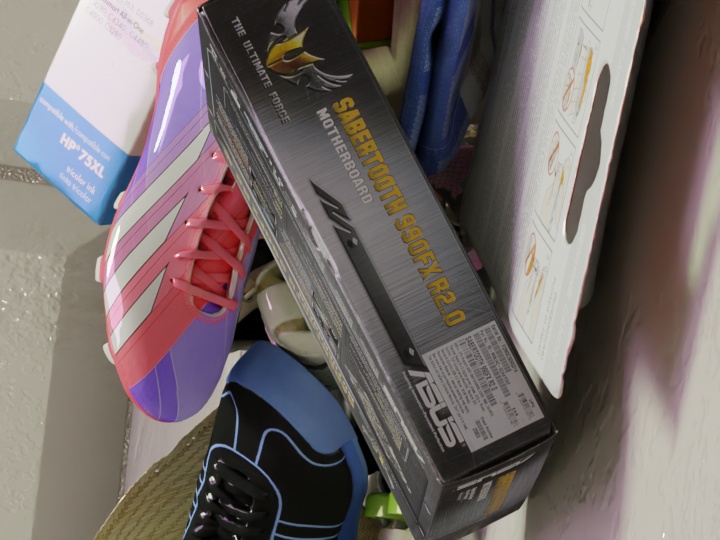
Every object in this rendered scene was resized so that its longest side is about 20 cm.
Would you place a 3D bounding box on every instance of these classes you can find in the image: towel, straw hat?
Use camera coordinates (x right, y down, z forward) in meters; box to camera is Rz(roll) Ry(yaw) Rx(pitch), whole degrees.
[{"bbox_3d":[0.059,-0.142,1.144,0.200,0.024,0.147,-61,-15,-53],"label":"towel"},{"bbox_3d":[-0.040,0.142,1.481,0.085,0.201,0.201,43,139,27],"label":"straw hat"}]

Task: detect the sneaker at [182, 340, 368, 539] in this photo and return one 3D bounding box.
[{"bbox_3d":[-0.045,0.115,1.336,0.078,0.070,0.200,-43,-29,-26],"label":"sneaker"}]

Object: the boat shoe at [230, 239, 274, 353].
[{"bbox_3d":[-0.031,0.010,1.453,0.200,0.063,0.071,4,-57,-58],"label":"boat shoe"}]

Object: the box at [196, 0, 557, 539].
[{"bbox_3d":[0.004,-0.001,1.114,0.200,0.048,0.158,63,173,13],"label":"box"}]

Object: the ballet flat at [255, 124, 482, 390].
[{"bbox_3d":[0.000,0.000,1.257,0.200,0.071,0.069,-38,77,48],"label":"ballet flat"}]

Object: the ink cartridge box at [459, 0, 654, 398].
[{"bbox_3d":[0.086,-0.061,1.039,0.200,0.050,0.162,-116,35,-69],"label":"ink cartridge box"}]

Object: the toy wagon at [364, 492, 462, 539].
[{"bbox_3d":[0.014,0.176,1.306,0.200,0.040,0.155,149,129,-80],"label":"toy wagon"}]

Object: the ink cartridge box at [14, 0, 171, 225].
[{"bbox_3d":[-0.067,-0.123,1.376,0.067,0.116,0.200,41,117,28],"label":"ink cartridge box"}]

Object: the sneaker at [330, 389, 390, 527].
[{"bbox_3d":[0.020,0.034,1.349,0.200,0.060,0.104,118,148,-50],"label":"sneaker"}]

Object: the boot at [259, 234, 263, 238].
[{"bbox_3d":[0.008,-0.107,1.361,0.201,0.071,0.144,-43,10,46],"label":"boot"}]

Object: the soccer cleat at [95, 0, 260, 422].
[{"bbox_3d":[-0.062,-0.035,1.264,0.076,0.067,0.200,-5,70,46],"label":"soccer cleat"}]

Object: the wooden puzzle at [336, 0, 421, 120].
[{"bbox_3d":[-0.003,-0.182,1.163,0.200,0.037,0.185,101,158,-46],"label":"wooden puzzle"}]
